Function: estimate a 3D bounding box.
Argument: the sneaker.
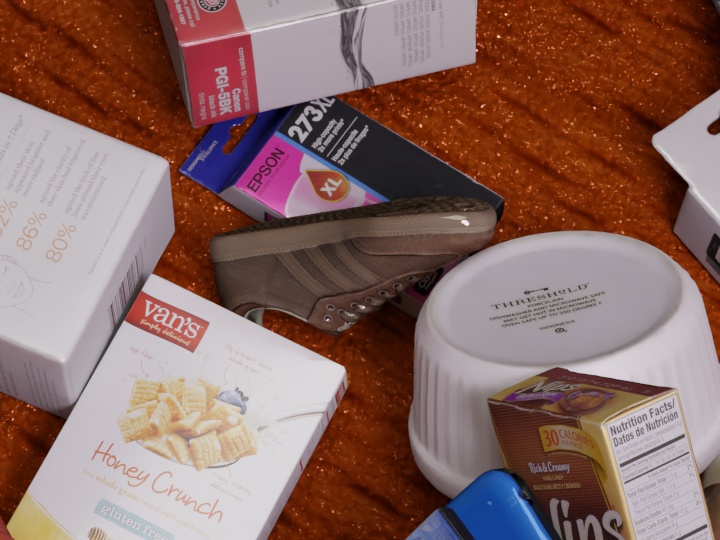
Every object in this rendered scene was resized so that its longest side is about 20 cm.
[{"bbox_3d":[0.000,0.000,1.499,0.199,0.070,0.076,-6,100,30],"label":"sneaker"}]

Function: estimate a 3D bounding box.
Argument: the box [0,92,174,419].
[{"bbox_3d":[-0.238,-0.022,1.511,0.199,0.106,0.153,22,67,8],"label":"box"}]

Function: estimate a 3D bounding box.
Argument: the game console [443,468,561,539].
[{"bbox_3d":[0.103,0.231,1.353,0.171,0.118,0.201,-44,67,29],"label":"game console"}]

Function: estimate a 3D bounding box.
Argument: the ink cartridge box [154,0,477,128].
[{"bbox_3d":[-0.035,-0.190,1.587,0.199,0.083,0.147,-13,50,-7],"label":"ink cartridge box"}]

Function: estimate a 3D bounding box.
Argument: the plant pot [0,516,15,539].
[{"bbox_3d":[-0.293,0.159,1.393,0.200,0.201,0.196,-21,59,-10],"label":"plant pot"}]

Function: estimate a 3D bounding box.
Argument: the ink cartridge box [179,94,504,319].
[{"bbox_3d":[-0.013,-0.056,1.572,0.199,0.037,0.095,31,68,14],"label":"ink cartridge box"}]

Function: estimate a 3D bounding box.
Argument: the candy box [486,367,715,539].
[{"bbox_3d":[0.143,0.159,1.304,0.056,0.116,0.201,-21,103,-26],"label":"candy box"}]

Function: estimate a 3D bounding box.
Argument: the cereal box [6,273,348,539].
[{"bbox_3d":[-0.114,0.119,1.478,0.143,0.040,0.201,25,74,11],"label":"cereal box"}]

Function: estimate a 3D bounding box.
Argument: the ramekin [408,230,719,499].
[{"bbox_3d":[0.122,0.055,1.437,0.201,0.095,0.203,-7,31,4],"label":"ramekin"}]

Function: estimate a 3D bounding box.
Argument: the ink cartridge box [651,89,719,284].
[{"bbox_3d":[0.286,-0.027,1.545,0.116,0.068,0.200,-33,71,-17],"label":"ink cartridge box"}]

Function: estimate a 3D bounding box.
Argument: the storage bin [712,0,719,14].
[{"bbox_3d":[0.343,-0.186,1.566,0.199,0.094,0.136,-3,53,-25],"label":"storage bin"}]

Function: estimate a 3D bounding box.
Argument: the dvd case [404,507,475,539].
[{"bbox_3d":[0.019,0.248,1.308,0.200,0.018,0.143,-45,66,16],"label":"dvd case"}]

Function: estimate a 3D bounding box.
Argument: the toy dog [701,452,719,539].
[{"bbox_3d":[0.241,0.181,1.378,0.139,0.200,0.195,6,66,1],"label":"toy dog"}]
